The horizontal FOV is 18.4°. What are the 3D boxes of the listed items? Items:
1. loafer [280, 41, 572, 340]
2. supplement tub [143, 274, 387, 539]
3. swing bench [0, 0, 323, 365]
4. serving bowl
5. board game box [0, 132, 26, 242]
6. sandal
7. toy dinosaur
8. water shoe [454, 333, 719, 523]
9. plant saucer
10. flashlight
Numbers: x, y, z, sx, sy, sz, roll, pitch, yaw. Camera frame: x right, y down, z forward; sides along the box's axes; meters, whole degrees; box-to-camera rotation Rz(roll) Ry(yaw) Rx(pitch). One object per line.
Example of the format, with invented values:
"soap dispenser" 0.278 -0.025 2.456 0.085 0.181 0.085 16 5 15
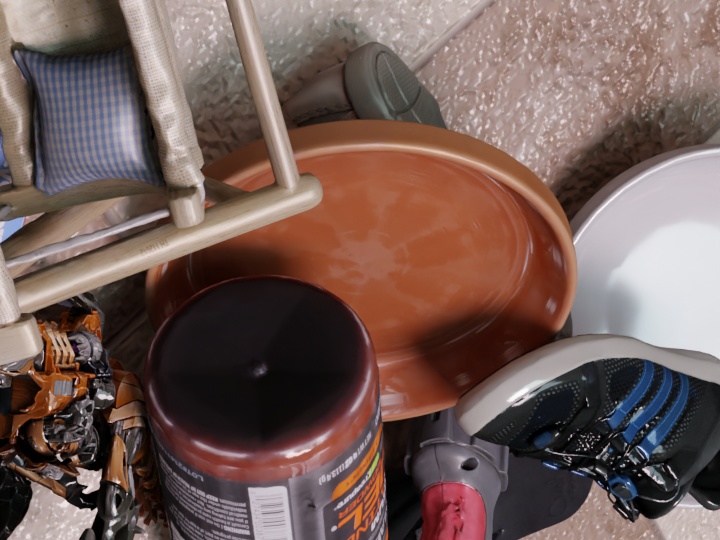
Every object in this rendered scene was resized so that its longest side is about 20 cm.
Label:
"loafer" 0.033 -0.027 1.084 0.063 0.072 0.200 -23 126 23
"supplement tub" -0.040 0.101 1.037 0.107 0.107 0.201 -33 147 -21
"swing bench" -0.147 -0.085 0.858 0.199 0.129 0.200 -29 117 -28
"serving bowl" 0.181 0.024 1.196 0.199 0.066 0.202 -4 107 -14
"board game box" -0.199 -0.002 0.950 0.102 0.019 0.201 9 103 -37
"sandal" 0.049 0.135 1.177 0.199 0.043 0.077 -25 123 -26
"toy dinosaur" -0.128 0.080 0.989 0.200 0.102 0.137 32 64 -41
"water shoe" 0.131 0.080 1.080 0.199 0.079 0.071 3 148 -44
"plant saucer" 0.000 0.000 1.026 0.199 0.032 0.201 -2 141 -2
"flashlight" 0.039 0.147 1.081 0.068 0.201 0.068 20 140 -15
